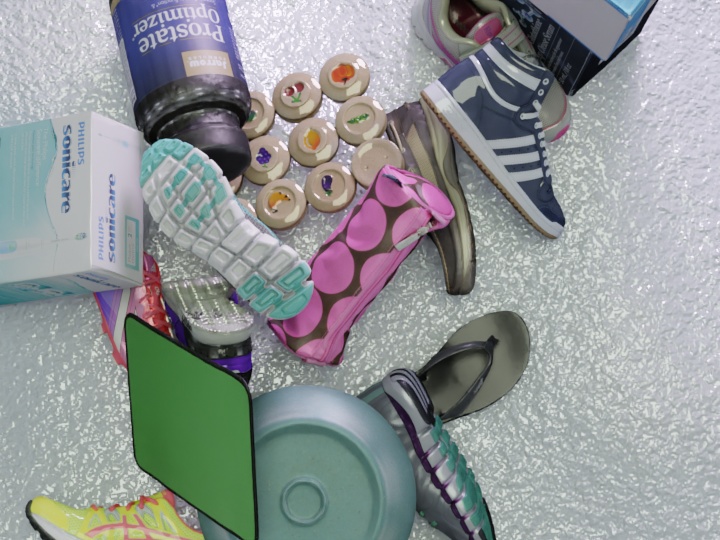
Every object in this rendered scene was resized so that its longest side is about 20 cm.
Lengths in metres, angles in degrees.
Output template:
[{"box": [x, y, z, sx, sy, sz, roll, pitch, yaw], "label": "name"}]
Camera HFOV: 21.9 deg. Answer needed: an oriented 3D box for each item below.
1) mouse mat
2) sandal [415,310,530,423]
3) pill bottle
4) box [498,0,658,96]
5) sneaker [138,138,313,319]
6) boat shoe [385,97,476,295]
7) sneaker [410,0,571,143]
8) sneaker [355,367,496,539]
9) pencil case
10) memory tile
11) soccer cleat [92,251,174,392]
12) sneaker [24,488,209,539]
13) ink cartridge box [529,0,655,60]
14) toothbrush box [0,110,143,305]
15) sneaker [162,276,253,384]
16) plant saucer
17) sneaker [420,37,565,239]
[{"box": [-0.149, 0.138, 1.631, 0.007, 0.199, 0.162, -19, 119, -35], "label": "mouse mat"}, {"box": [0.079, 0.109, 1.741, 0.199, 0.043, 0.076, -34, 81, -8], "label": "sandal"}, {"box": [-0.164, -0.183, 1.743, 0.111, 0.112, 0.201, -14, 68, -5], "label": "pill bottle"}, {"box": [0.179, -0.290, 1.775, 0.107, 0.149, 0.200, -41, 82, -10], "label": "box"}, {"box": [-0.122, -0.032, 1.665, 0.077, 0.091, 0.200, -41, 86, -3], "label": "sneaker"}, {"box": [0.064, -0.067, 1.770, 0.073, 0.075, 0.202, -13, 70, 5], "label": "boat shoe"}, {"box": [0.126, -0.204, 1.785, 0.081, 0.088, 0.200, -43, 83, -10], "label": "sneaker"}, {"box": [0.052, 0.191, 1.709, 0.087, 0.074, 0.201, -26, 96, 14], "label": "sneaker"}, {"box": [0.000, 0.000, 1.703, 0.201, 0.090, 0.094, -54, 43, 16], "label": "pencil case"}, {"box": [-0.068, -0.114, 1.767, 0.199, 0.017, 0.154, -21, 68, 4], "label": "memory tile"}, {"box": [-0.208, 0.031, 1.732, 0.076, 0.067, 0.201, -33, 75, 14], "label": "soccer cleat"}, {"box": [-0.206, 0.236, 1.692, 0.199, 0.078, 0.091, 21, 76, -8], "label": "sneaker"}, {"box": [0.239, -0.313, 1.642, 0.128, 0.125, 0.200, 40, 80, 6], "label": "ink cartridge box"}, {"box": [-0.300, -0.052, 1.698, 0.199, 0.085, 0.148, -9, 76, 28], "label": "toothbrush box"}, {"box": [-0.138, 0.069, 1.682, 0.069, 0.200, 0.100, -5, 106, -10], "label": "sneaker"}, {"box": [-0.049, 0.203, 1.652, 0.198, 0.036, 0.202, 0, 90, 1], "label": "plant saucer"}, {"box": [0.156, -0.127, 1.739, 0.108, 0.070, 0.200, -41, 113, 3], "label": "sneaker"}]
